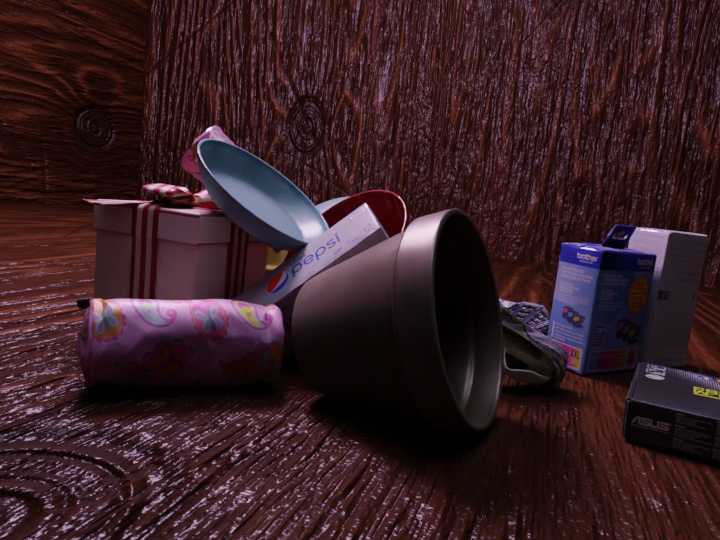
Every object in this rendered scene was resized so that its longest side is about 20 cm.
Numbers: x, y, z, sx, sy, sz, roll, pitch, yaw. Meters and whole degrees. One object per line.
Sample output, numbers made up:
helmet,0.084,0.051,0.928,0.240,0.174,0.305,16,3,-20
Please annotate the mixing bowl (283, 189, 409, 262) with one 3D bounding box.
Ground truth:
mixing bowl,0.000,0.000,0.839,0.198,0.201,0.109,14,-31,51

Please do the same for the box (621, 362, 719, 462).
box,0.381,0.152,0.636,0.195,0.049,0.192,10,5,29

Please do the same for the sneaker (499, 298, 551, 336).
sneaker,0.233,0.086,0.990,0.076,0.077,0.198,29,-8,-38

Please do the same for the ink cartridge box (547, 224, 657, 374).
ink cartridge box,0.344,0.036,0.880,0.133,0.206,0.076,1,8,-34

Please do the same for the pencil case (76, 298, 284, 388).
pencil case,-0.173,0.072,0.606,0.195,0.090,0.087,2,8,-25

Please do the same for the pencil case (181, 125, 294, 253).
pencil case,-0.162,-0.114,0.887,0.199,0.083,0.087,42,45,-1

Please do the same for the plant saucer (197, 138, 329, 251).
plant saucer,-0.125,-0.086,0.770,0.198,0.036,0.201,36,19,-14

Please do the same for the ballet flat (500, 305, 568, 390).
ballet flat,0.161,0.082,0.728,0.197,0.073,0.072,30,5,-7

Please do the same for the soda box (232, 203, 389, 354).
soda box,-0.050,0.016,0.709,0.069,0.198,0.064,51,6,-35

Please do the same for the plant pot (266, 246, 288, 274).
plant pot,-0.188,-0.042,1.001,0.195,0.195,0.201,6,2,0

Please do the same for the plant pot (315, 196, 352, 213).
plant pot,-0.014,-0.061,1.184,0.134,0.201,0.200,-38,9,7

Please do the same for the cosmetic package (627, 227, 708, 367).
cosmetic package,0.454,0.041,0.939,0.099,0.206,0.074,2,8,-27

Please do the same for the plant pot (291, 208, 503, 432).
plant pot,0.033,0.055,0.607,0.170,0.206,0.199,-9,-1,29

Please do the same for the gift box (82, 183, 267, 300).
gift box,-0.236,-0.011,0.777,0.194,0.193,0.184,9,7,17

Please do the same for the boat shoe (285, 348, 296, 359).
boat shoe,-0.003,0.087,0.743,0.194,0.077,0.061,-2,-33,15
